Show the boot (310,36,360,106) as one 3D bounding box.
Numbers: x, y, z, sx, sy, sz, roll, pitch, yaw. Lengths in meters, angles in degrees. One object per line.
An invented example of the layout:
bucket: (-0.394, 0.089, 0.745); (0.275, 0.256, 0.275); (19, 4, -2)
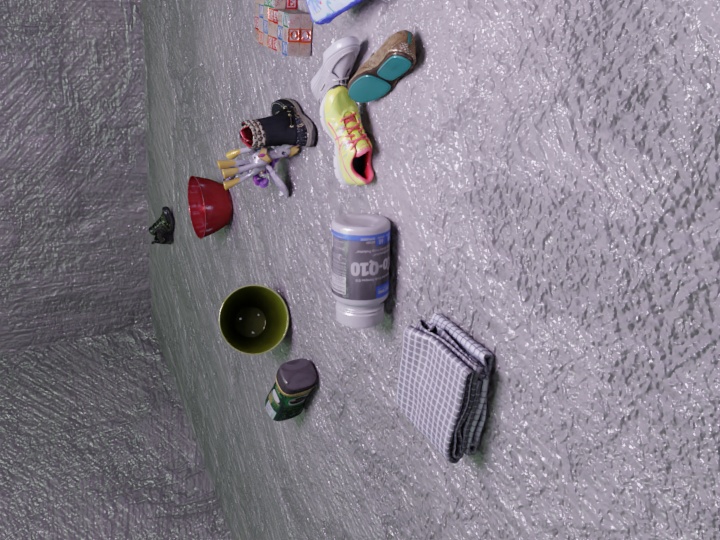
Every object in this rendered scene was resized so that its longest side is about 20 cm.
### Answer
boot: (-0.037, -0.362, 1.286); (0.096, 0.073, 0.200); (70, 160, 6)

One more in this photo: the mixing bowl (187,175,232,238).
mixing bowl: (-0.473, -0.206, 2.124); (0.200, 0.108, 0.202); (29, 123, 57)

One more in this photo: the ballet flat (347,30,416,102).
ballet flat: (0.040, -0.353, 1.150); (0.200, 0.070, 0.066); (-13, 60, 60)

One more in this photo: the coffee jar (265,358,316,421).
coffee jar: (-0.182, 0.311, 1.743); (0.086, 0.104, 0.201); (61, 147, 27)

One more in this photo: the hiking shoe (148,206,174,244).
hiking shoe: (-0.870, -0.189, 2.903); (0.076, 0.100, 0.201); (54, 143, 39)

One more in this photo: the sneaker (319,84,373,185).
sneaker: (-0.014, -0.251, 1.255); (0.090, 0.078, 0.201); (28, 141, 50)

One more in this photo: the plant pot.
plant pot: (-0.302, 0.141, 1.868); (0.200, 0.186, 0.189); (151, 108, -77)

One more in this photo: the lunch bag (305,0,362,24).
lunch bag: (-0.035, -0.544, 1.145); (0.170, 0.127, 0.202); (7, 96, 61)

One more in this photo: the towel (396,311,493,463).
towel: (0.135, 0.194, 1.110); (0.166, 0.085, 0.202); (41, 133, 50)

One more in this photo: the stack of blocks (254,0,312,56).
stack of blocks: (-0.174, -0.554, 1.481); (0.200, 0.058, 0.116); (43, 135, 50)

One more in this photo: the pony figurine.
pony figurine: (-0.240, -0.257, 1.608); (0.193, 0.199, 0.168); (140, 110, -77)

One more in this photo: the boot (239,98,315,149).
boot: (-0.206, -0.336, 1.514); (0.204, 0.153, 0.074); (49, 140, 44)

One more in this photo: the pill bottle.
pill bottle: (0.000, 0.000, 1.274); (0.114, 0.113, 0.202); (32, 127, 55)
